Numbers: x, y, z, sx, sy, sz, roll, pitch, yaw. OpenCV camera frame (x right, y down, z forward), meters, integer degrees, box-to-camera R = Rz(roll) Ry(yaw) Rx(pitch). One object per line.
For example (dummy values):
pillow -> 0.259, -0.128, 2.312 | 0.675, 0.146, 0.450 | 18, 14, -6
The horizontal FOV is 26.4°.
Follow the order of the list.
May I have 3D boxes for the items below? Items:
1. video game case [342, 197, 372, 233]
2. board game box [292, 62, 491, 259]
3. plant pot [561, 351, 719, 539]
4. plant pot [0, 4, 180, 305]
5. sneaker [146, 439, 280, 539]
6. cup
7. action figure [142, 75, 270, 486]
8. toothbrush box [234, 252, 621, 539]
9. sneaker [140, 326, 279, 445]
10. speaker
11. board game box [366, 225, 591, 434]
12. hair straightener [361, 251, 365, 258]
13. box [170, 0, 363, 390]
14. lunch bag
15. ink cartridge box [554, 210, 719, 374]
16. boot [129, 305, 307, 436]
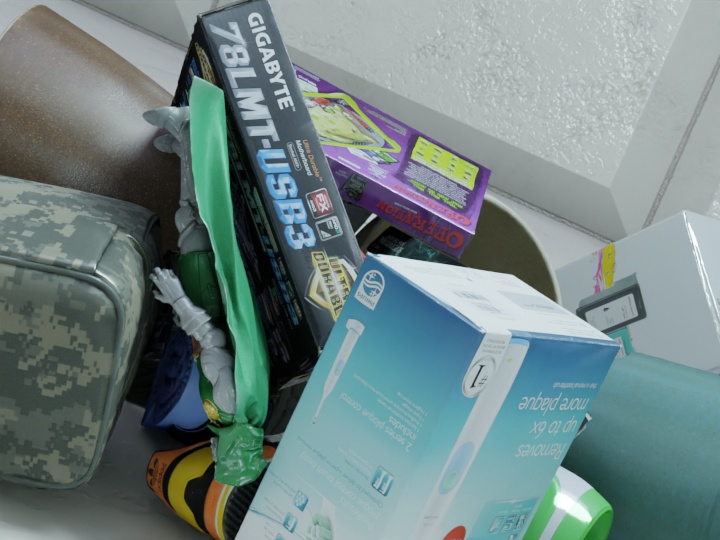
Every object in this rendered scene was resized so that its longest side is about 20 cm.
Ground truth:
video game case -> -0.085, -0.031, 1.204 | 0.142, 0.200, 0.018 | 14, 53, -25
board game box -> -0.002, -0.088, 1.122 | 0.199, 0.032, 0.120 | 29, 24, -2
plant pot -> 0.247, 0.157, 1.072 | 0.195, 0.202, 0.199 | 21, 7, 42
plant pot -> -0.169, -0.057, 1.068 | 0.199, 0.188, 0.187 | 25, 11, -1
sneaker -> -0.041, 0.125, 0.914 | 0.090, 0.071, 0.199 | 19, 4, 34
cup -> 0.042, 0.044, 1.234 | 0.199, 0.202, 0.143 | 17, -15, -27
action figure -> -0.078, 0.014, 0.810 | 0.054, 0.202, 0.118 | -11, -16, -1
toothbrush box -> 0.032, 0.103, 0.819 | 0.085, 0.201, 0.146 | 35, 15, 34
sneaker -> -0.085, 0.075, 0.935 | 0.077, 0.071, 0.200 | 17, -10, -9
speaker -> 0.063, 0.139, 1.013 | 0.199, 0.089, 0.088 | 28, 12, 24
board game box -> 0.077, 0.040, 1.060 | 0.135, 0.028, 0.200 | 50, -4, -15
hair straightener -> 0.000, 0.000, 1.024 | 0.201, 0.041, 0.077 | 54, 13, 17
box -> -0.055, -0.036, 0.914 | 0.049, 0.201, 0.198 | -19, -6, -15
lunch bag -> -0.204, 0.012, 0.835 | 0.198, 0.140, 0.168 | 11, 26, -3
ink cartridge box -> 0.269, 0.057, 1.409 | 0.146, 0.199, 0.147 | 11, 61, -48
boot -> -0.125, 0.050, 1.132 | 0.181, 0.073, 0.200 | 21, 5, -6
